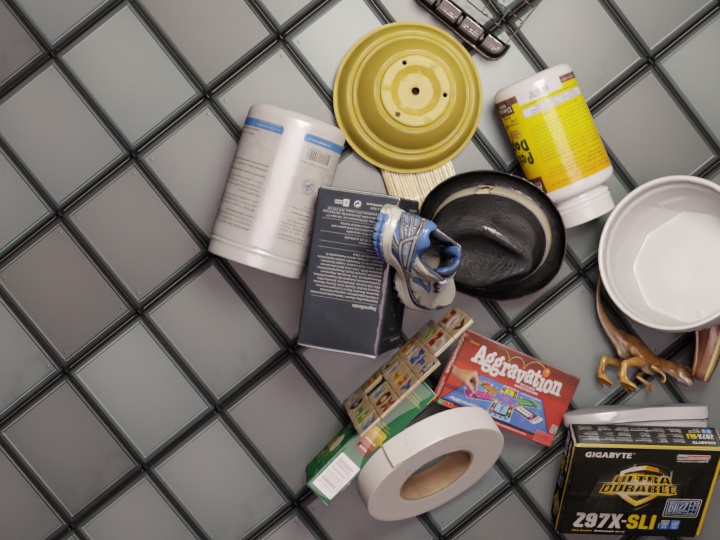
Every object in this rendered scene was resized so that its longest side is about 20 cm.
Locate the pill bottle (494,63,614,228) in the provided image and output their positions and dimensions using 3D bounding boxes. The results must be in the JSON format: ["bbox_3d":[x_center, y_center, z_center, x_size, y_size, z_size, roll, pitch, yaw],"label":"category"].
[{"bbox_3d":[0.259,-0.160,1.541,0.109,0.109,0.200,-24,94,-2],"label":"pill bottle"}]

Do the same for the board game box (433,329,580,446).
[{"bbox_3d":[0.195,0.156,1.560,0.200,0.019,0.103,23,91,-29],"label":"board game box"}]

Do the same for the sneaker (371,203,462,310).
[{"bbox_3d":[0.084,-0.003,1.419,0.085,0.200,0.077,10,68,29],"label":"sneaker"}]

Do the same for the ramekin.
[{"bbox_3d":[0.417,-0.014,1.527,0.200,0.105,0.201,-6,77,26],"label":"ramekin"}]

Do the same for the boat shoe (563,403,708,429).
[{"bbox_3d":[0.372,0.215,1.587,0.199,0.074,0.066,-2,89,-3],"label":"boat shoe"}]

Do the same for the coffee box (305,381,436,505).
[{"bbox_3d":[0.012,0.211,1.539,0.044,0.123,0.200,44,88,-3],"label":"coffee box"}]

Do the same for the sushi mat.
[{"bbox_3d":[0.062,-0.177,1.576,0.095,0.012,0.200,-19,94,-3],"label":"sushi mat"}]

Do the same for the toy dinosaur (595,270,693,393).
[{"bbox_3d":[0.359,0.105,1.598,0.200,0.060,0.106,40,66,-10],"label":"toy dinosaur"}]

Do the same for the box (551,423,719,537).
[{"bbox_3d":[0.364,0.280,1.568,0.199,0.049,0.160,3,125,-4],"label":"box"}]

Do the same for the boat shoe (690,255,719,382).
[{"bbox_3d":[0.465,0.049,1.591,0.067,0.072,0.201,10,89,18],"label":"boat shoe"}]

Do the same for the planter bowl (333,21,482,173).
[{"bbox_3d":[0.067,-0.227,1.525,0.200,0.083,0.201,0,93,-5],"label":"planter bowl"}]

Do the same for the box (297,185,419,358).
[{"bbox_3d":[0.000,0.000,1.504,0.107,0.148,0.201,8,92,12],"label":"box"}]

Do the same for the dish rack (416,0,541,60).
[{"bbox_3d":[0.181,-0.391,1.531,0.153,0.055,0.200,38,103,-6],"label":"dish rack"}]

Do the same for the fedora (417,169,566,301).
[{"bbox_3d":[0.160,-0.032,1.516,0.200,0.092,0.201,7,113,17],"label":"fedora"}]

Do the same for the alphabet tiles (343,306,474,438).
[{"bbox_3d":[0.061,0.123,1.514,0.200,0.167,0.008,-44,101,0],"label":"alphabet tiles"}]

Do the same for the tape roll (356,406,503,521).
[{"bbox_3d":[0.090,0.250,1.517,0.202,0.203,0.037,-29,58,-2],"label":"tape roll"}]

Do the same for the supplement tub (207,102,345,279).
[{"bbox_3d":[-0.107,-0.102,1.510,0.132,0.132,0.201,18,92,-4],"label":"supplement tub"}]
